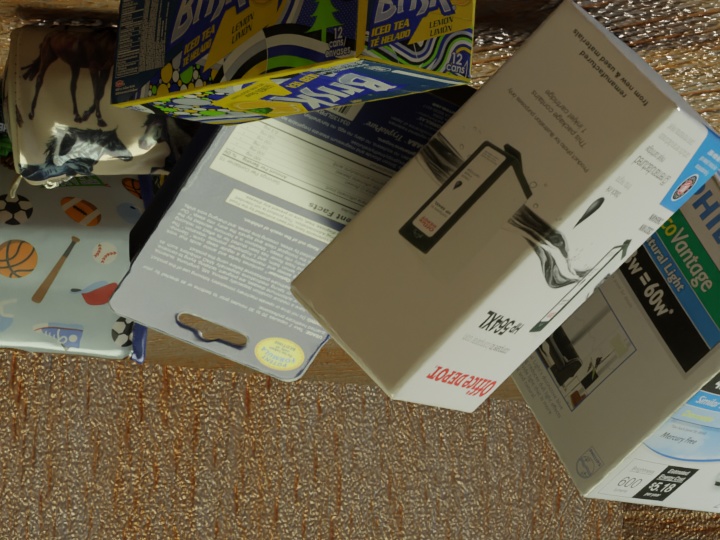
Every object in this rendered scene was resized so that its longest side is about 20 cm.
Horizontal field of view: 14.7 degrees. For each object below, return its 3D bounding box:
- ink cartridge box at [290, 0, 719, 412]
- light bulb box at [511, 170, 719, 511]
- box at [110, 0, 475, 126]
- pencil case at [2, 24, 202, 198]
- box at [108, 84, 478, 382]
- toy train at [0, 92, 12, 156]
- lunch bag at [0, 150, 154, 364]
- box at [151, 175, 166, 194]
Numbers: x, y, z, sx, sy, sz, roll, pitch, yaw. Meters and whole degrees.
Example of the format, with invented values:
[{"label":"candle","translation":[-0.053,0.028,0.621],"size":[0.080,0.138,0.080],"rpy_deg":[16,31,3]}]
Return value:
[{"label":"ink cartridge box","translation":[0.078,-0.026,1.401],"size":[0.084,0.200,0.146],"rpy_deg":[47,-170,17]},{"label":"light bulb box","translation":[0.239,0.048,1.840],"size":[0.198,0.125,0.200],"rpy_deg":[10,131,-49]},{"label":"box","translation":[-0.033,-0.111,1.287],"size":[0.070,0.064,0.200],"rpy_deg":[8,173,-36]},{"label":"pencil case","translation":[-0.089,-0.082,1.472],"size":[0.200,0.090,0.078],"rpy_deg":[3,-147,-7]},{"label":"box","translation":[-0.037,-0.036,1.440],"size":[0.121,0.032,0.200],"rpy_deg":[23,122,-21]},{"label":"toy train","translation":[-0.271,-0.101,1.620],"size":[0.056,0.042,0.200],"rpy_deg":[11,180,37]},{"label":"lunch bag","translation":[-0.219,-0.032,1.740],"size":[0.170,0.124,0.200],"rpy_deg":[4,-150,-15]},{"label":"box","translation":[-0.027,-0.057,1.845],"size":[0.158,0.048,0.200],"rpy_deg":[7,173,-43]}]
